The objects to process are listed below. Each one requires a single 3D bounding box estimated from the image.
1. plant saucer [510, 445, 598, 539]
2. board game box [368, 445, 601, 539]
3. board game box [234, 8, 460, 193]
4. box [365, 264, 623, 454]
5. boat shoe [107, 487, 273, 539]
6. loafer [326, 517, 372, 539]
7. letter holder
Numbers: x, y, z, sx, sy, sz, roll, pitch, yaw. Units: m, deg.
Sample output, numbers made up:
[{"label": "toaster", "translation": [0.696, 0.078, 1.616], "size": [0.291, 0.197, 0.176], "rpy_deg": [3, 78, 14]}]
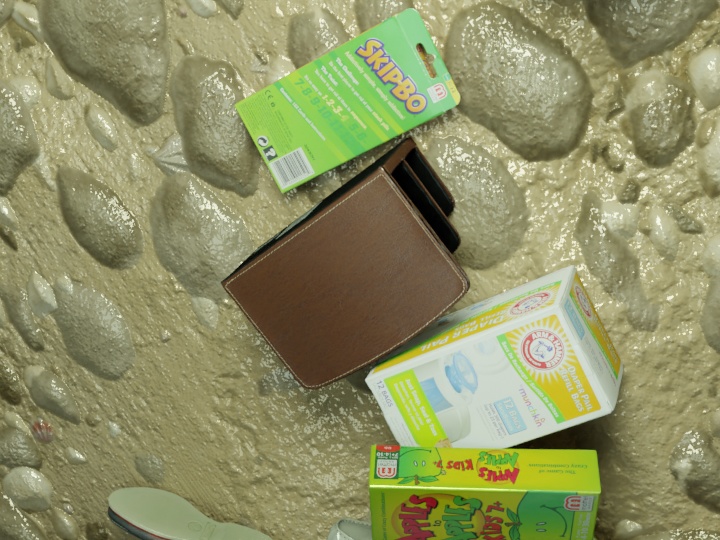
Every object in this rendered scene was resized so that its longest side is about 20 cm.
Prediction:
[{"label": "plant saucer", "translation": [0.143, 0.282, 1.117], "size": [0.199, 0.048, 0.200], "rpy_deg": [-39, 93, 26]}, {"label": "board game box", "translation": [0.109, 0.209, 1.009], "size": [0.198, 0.048, 0.102], "rpy_deg": [0, 133, 4]}, {"label": "board game box", "translation": [-0.011, -0.154, 1.023], "size": [0.199, 0.030, 0.096], "rpy_deg": [-23, 101, 27]}, {"label": "box", "translation": [0.124, 0.092, 1.024], "size": [0.199, 0.101, 0.113], "rpy_deg": [-23, 101, 24]}, {"label": "boat shoe", "translation": [-0.187, 0.297, 1.225], "size": [0.199, 0.071, 0.063], "rpy_deg": [19, 117, 6]}, {"label": "loafer", "translation": [0.066, 0.274, 1.079], "size": [0.199, 0.070, 0.070], "rpy_deg": [17, 109, 4]}, {"label": "letter holder", "translation": [0.000, 0.000, 1.036], "size": [0.200, 0.101, 0.142], "rpy_deg": [-34, 98, 26]}]
